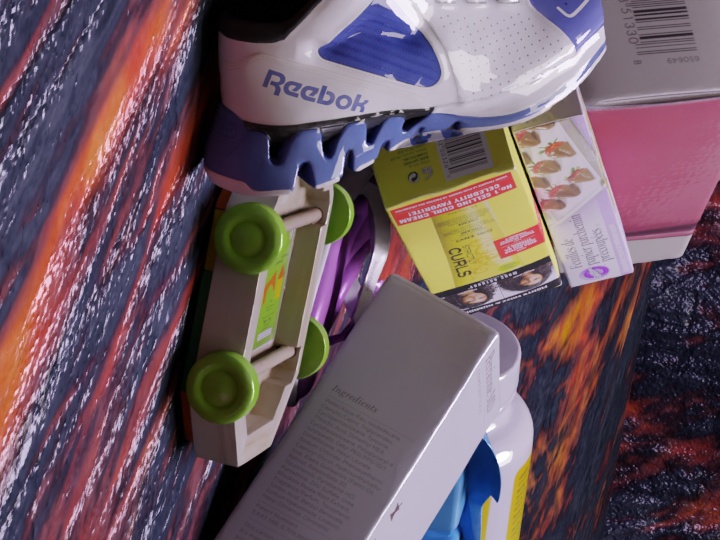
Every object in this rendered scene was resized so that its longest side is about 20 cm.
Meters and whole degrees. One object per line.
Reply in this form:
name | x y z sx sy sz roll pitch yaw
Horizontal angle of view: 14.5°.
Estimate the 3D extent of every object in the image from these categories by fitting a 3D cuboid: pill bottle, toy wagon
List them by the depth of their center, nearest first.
toy wagon | -0.040 -0.011 1.334 0.155 0.039 0.201 -26 127 -77
pill bottle | 0.049 0.127 1.761 0.111 0.111 0.201 -62 162 -54

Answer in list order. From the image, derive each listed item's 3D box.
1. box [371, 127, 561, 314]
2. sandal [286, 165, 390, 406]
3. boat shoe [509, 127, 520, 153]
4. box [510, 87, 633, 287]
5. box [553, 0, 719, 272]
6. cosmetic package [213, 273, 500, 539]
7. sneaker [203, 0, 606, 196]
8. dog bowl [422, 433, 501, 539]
box | 0.057 -0.032 1.506 0.200 0.075 0.050 62 12 -69
sandal | 0.000 -0.006 1.510 0.203 0.050 0.083 -68 166 -48
boat shoe | 0.056 -0.085 1.582 0.200 0.072 0.076 88 -18 -78
box | 0.113 -0.051 1.531 0.200 0.039 0.042 62 15 -62
box | 0.145 -0.101 1.634 0.200 0.108 0.128 105 -24 -62
cosmetic package | -0.004 0.114 1.461 0.200 0.074 0.102 -56 162 -20
sneaker | 0.017 -0.116 1.233 0.199 0.081 0.116 -23 126 -24
dog bowl | 0.023 0.147 1.677 0.050 0.111 0.201 -86 -179 -57
